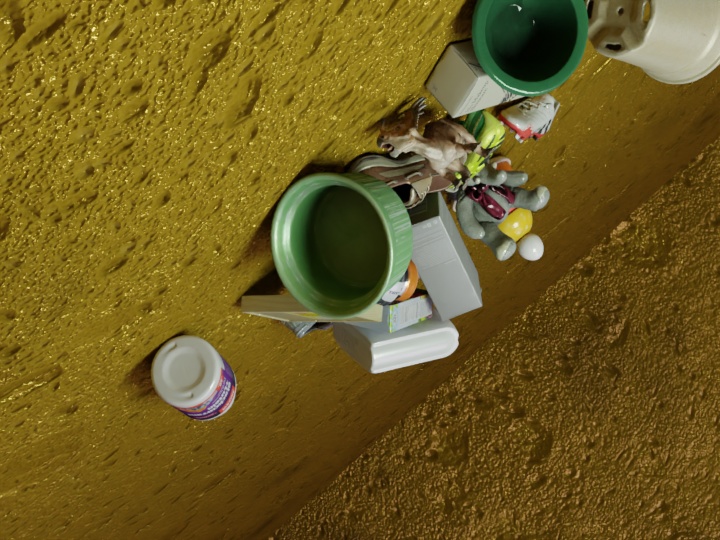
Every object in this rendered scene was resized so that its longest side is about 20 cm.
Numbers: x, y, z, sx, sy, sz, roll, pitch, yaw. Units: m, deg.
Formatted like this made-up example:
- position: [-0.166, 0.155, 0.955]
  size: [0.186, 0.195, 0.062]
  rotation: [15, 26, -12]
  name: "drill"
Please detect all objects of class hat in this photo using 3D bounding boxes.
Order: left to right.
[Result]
- position: [0.208, -0.333, 1.242]
  size: [0.168, 0.197, 0.176]
  rotation: [-62, -157, 6]
  name: "hat"

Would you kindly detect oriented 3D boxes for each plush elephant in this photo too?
- position: [0.216, -0.151, 1.564]
  size: [0.165, 0.199, 0.156]
  rotation: [-46, 143, -17]
  name: "plush elephant"

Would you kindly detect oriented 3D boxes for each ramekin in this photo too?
- position: [-0.021, -0.042, 1.261]
  size: [0.200, 0.201, 0.097]
  rotation: [-48, 167, 30]
  name: "ramekin"

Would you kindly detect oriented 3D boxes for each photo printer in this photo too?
- position: [0.070, 0.114, 1.632]
  size: [0.196, 0.166, 0.071]
  rotation: [-9, 112, -25]
  name: "photo printer"

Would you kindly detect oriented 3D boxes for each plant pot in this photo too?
- position: [0.449, -0.395, 1.378]
  size: [0.181, 0.203, 0.201]
  rotation: [-7, 147, -39]
  name: "plant pot"

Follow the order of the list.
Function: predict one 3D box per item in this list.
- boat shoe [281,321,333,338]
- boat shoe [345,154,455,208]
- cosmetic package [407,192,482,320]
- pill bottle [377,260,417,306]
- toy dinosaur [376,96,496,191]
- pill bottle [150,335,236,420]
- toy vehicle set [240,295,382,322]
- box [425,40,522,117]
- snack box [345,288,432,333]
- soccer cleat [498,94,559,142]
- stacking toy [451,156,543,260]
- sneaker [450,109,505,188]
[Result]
- position: [-0.081, 0.090, 1.686]
  size: [0.074, 0.065, 0.201]
  rotation: [-44, 163, 18]
  name: "boat shoe"
- position: [0.067, -0.127, 1.354]
  size: [0.197, 0.073, 0.076]
  rotation: [-7, 149, -33]
  name: "boat shoe"
- position: [0.138, -0.028, 1.546]
  size: [0.089, 0.202, 0.108]
  rotation: [-18, -152, 14]
  name: "cosmetic package"
- position: [0.000, 0.000, 1.441]
  size: [0.197, 0.107, 0.107]
  rotation: [11, 133, -37]
  name: "pill bottle"
- position: [0.115, -0.191, 1.297]
  size: [0.086, 0.135, 0.199]
  rotation: [-55, 166, 20]
  name: "toy dinosaur"
- position: [-0.264, 0.183, 1.464]
  size: [0.111, 0.112, 0.200]
  rotation: [-36, 163, -7]
  name: "pill bottle"
- position: [-0.079, 0.062, 1.434]
  size: [0.197, 0.027, 0.123]
  rotation: [-2, 169, 35]
  name: "toy vehicle set"
- position: [0.190, -0.286, 1.281]
  size: [0.198, 0.069, 0.083]
  rotation: [-25, 158, -40]
  name: "box"
- position: [0.011, 0.056, 1.593]
  size: [0.141, 0.197, 0.054]
  rotation: [-13, 109, -52]
  name: "snack box"
- position: [0.296, -0.273, 1.553]
  size: [0.086, 0.069, 0.199]
  rotation: [-55, 161, 21]
  name: "soccer cleat"
- position: [0.281, -0.104, 1.709]
  size: [0.145, 0.201, 0.147]
  rotation: [-34, 162, -12]
  name: "stacking toy"
- position: [0.160, -0.194, 1.433]
  size: [0.073, 0.085, 0.200]
  rotation: [-20, 163, -35]
  name: "sneaker"
